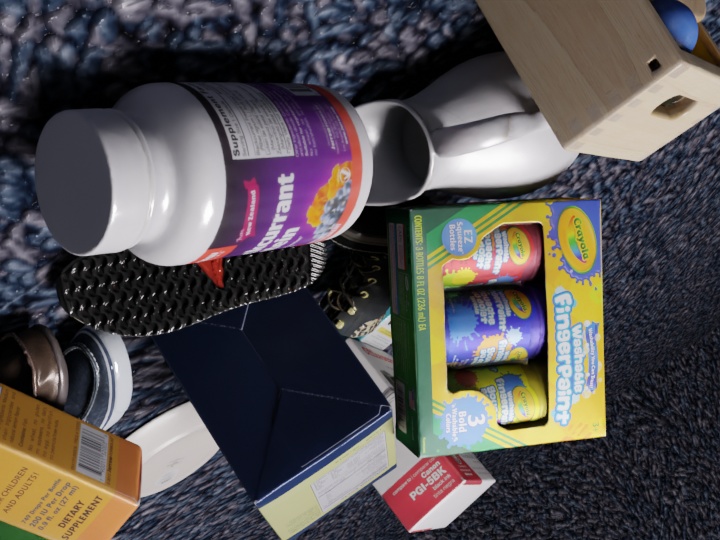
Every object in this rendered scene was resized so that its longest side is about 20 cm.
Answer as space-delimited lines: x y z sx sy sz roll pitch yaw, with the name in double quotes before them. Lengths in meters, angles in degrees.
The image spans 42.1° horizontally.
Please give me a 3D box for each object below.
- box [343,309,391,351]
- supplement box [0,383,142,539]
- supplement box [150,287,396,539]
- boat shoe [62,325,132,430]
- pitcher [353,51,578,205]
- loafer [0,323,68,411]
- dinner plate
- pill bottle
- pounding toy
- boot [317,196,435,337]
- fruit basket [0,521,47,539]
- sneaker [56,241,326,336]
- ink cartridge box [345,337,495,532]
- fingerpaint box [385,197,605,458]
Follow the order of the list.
"box" 0.028 0.044 1.073 0.200 0.049 0.082 -40 158 6
"supplement box" -0.252 0.123 0.645 0.200 0.069 0.067 33 110 -24
"supplement box" -0.076 0.114 0.853 0.134 0.200 0.200 -32 157 -11
"boat shoe" -0.256 0.121 0.765 0.091 0.071 0.200 -20 155 -45
"pitcher" 0.107 -0.113 0.750 0.200 0.122 0.171 -17 -168 -34
"loafer" -0.292 0.119 0.704 0.200 0.073 0.071 -47 156 21
"dinner plate" -0.216 0.211 1.070 0.200 0.024 0.200 -31 158 -14
"pill bottle" -0.095 -0.063 0.596 0.200 0.112 0.112 -12 147 -47
"pounding toy" 0.209 -0.202 0.723 0.142 0.185 0.200 -37 161 32
"boot" 0.001 0.001 0.906 0.154 0.073 0.203 -53 157 22
"fruit basket" -0.338 0.312 0.851 0.155 0.216 0.216 11 141 -11
"sneaker" -0.130 0.002 0.724 0.199 0.071 0.093 -13 -174 -15
"ink cartridge box" 0.041 0.179 1.025 0.083 0.200 0.147 -43 158 7
"fingerpaint box" 0.113 0.043 0.777 0.166 0.201 0.073 -3 -174 -15
